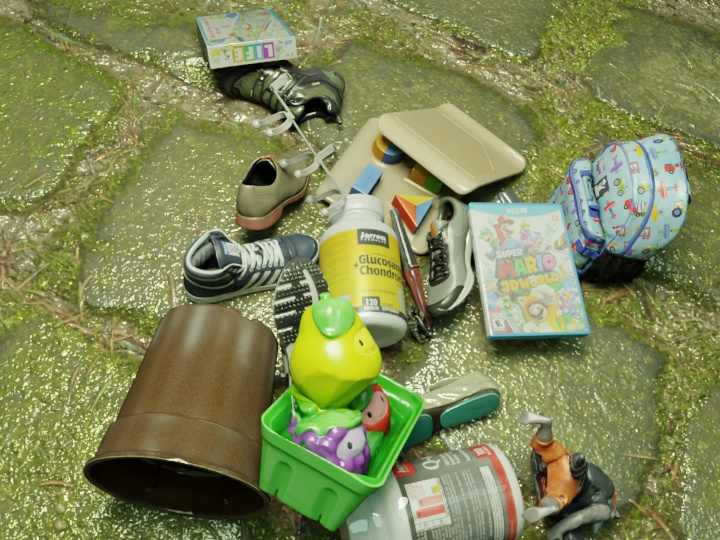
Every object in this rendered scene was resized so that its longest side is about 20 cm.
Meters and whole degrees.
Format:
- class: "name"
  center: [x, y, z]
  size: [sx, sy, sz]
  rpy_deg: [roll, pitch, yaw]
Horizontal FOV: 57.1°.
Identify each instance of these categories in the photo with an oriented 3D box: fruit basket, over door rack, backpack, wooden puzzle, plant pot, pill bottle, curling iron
- class: "fruit basket"
  center: [-0.015, 0.134, 0.705]
  size: [0.155, 0.216, 0.216]
  rpy_deg: [27, 63, 10]
- class: "over door rack"
  center: [-0.086, -0.176, 0.942]
  size: [0.067, 0.148, 0.200]
  rpy_deg: [-28, 32, 11]
- class: "backpack"
  center: [0.370, -0.096, 0.950]
  size: [0.134, 0.200, 0.183]
  rpy_deg: [5, 63, -7]
- class: "wooden puzzle"
  center: [0.144, -0.191, 1.034]
  size: [0.185, 0.037, 0.200]
  rpy_deg: [42, 40, 19]
- class: "plant pot"
  center: [-0.184, 0.159, 0.767]
  size: [0.200, 0.200, 0.198]
  rpy_deg: [10, 55, -2]
- class: "pill bottle"
  center: [0.077, 0.278, 0.770]
  size: [0.200, 0.116, 0.116]
  rpy_deg: [-9, 64, -12]
- class: "pill bottle"
  center: [0.000, 0.000, 0.907]
  size: [0.112, 0.112, 0.200]
  rpy_deg: [-1, 63, -7]
- class: "curling iron"
  center: [0.071, 0.003, 0.941]
  size: [0.026, 0.050, 0.200]
  rpy_deg: [-17, 72, 21]
- class: "wooden puzzle"
  center: [0.058, -0.142, 1.026]
  size: [0.200, 0.046, 0.185]
  rpy_deg: [28, 63, 8]

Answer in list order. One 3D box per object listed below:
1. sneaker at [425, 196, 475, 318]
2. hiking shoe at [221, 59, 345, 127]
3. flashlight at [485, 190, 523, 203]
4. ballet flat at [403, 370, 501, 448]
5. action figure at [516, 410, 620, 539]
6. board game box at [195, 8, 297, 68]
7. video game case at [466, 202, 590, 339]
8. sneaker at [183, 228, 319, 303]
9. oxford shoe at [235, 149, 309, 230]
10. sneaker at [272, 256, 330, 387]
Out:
- class: "sneaker"
  center: [0.121, -0.020, 0.942]
  size: [0.079, 0.074, 0.200]
  rpy_deg: [35, 52, -24]
- class: "hiking shoe"
  center: [-0.123, -0.282, 1.060]
  size: [0.200, 0.076, 0.101]
  rpy_deg: [3, 59, -6]
- class: "flashlight"
  center: [0.254, -0.023, 0.981]
  size: [0.068, 0.068, 0.200]
  rpy_deg: [-25, 73, -20]
- class: "ballet flat"
  center: [0.087, 0.182, 0.863]
  size: [0.200, 0.068, 0.062]
  rpy_deg: [-14, 37, -17]
- class: "action figure"
  center: [0.252, 0.272, 0.765]
  size: [0.105, 0.193, 0.200]
  rpy_deg: [-30, 48, 25]
- class: "board game box"
  center: [-0.190, -0.380, 1.074]
  size: [0.134, 0.034, 0.200]
  rpy_deg: [-11, 35, -12]
- class: "video game case"
  center: [0.231, -0.003, 0.920]
  size: [0.143, 0.018, 0.200]
  rpy_deg: [-1, 66, -10]
- class: "sneaker"
  center: [-0.146, -0.019, 0.902]
  size: [0.200, 0.109, 0.070]
  rpy_deg: [-20, 67, -16]
- class: "oxford shoe"
  center: [-0.120, -0.137, 0.959]
  size: [0.070, 0.075, 0.200]
  rpy_deg: [11, 37, 9]
- class: "sneaker"
  center: [-0.076, 0.079, 0.831]
  size: [0.074, 0.080, 0.200]
  rpy_deg: [-6, 103, -15]
